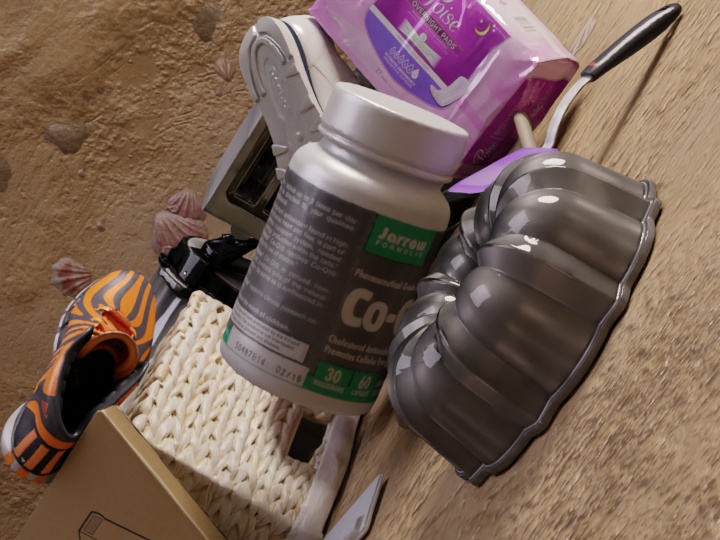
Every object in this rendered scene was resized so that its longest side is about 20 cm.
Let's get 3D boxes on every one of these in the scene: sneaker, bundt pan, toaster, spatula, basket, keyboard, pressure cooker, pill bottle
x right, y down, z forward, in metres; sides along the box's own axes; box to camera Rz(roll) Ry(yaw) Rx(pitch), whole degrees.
[{"bbox_3d":[-0.182,0.061,1.397,0.112,0.077,0.200,-43,20,46],"label":"sneaker"},{"bbox_3d":[0.081,0.015,1.082,0.202,0.076,0.202,-56,8,11],"label":"bundt pan"},{"bbox_3d":[-0.030,-0.097,1.828,0.200,0.181,0.119,-55,11,29],"label":"toaster"},{"bbox_3d":[0.139,-0.110,1.234,0.200,0.021,0.056,-45,20,-15],"label":"spatula"},{"bbox_3d":[-0.023,-0.104,1.474,0.076,0.200,0.080,-23,-10,42],"label":"sneaker"},{"bbox_3d":[-0.120,0.161,1.462,0.200,0.161,0.198,-55,9,36],"label":"basket"},{"bbox_3d":[-0.039,0.214,1.316,0.200,0.011,0.056,-52,5,37],"label":"keyboard"},{"bbox_3d":[-0.142,0.057,1.926,0.200,0.178,0.176,-58,5,9],"label":"pressure cooker"},{"bbox_3d":[-0.009,-0.015,1.279,0.113,0.113,0.200,-99,29,-78],"label":"pill bottle"}]

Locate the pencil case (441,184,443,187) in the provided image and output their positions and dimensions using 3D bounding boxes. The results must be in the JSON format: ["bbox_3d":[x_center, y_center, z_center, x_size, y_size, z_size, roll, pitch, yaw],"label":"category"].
[{"bbox_3d":[0.000,0.000,1.391,0.087,0.087,0.200,-106,35,-80],"label":"pencil case"}]

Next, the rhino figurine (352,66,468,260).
[{"bbox_3d":[0.026,-0.106,1.521,0.087,0.200,0.060,-48,-28,24],"label":"rhino figurine"}]

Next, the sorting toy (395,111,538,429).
[{"bbox_3d":[0.079,-0.001,1.326,0.200,0.036,0.185,-61,7,15],"label":"sorting toy"}]

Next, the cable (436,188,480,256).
[{"bbox_3d":[0.015,0.000,1.485,0.200,0.097,0.050,-56,29,24],"label":"cable"}]

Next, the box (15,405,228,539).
[{"bbox_3d":[-0.149,0.217,1.335,0.021,0.200,0.164,-21,-26,-51],"label":"box"}]

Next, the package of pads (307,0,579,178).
[{"bbox_3d":[0.061,-0.176,1.441,0.076,0.200,0.121,-1,-45,-53],"label":"package of pads"}]
